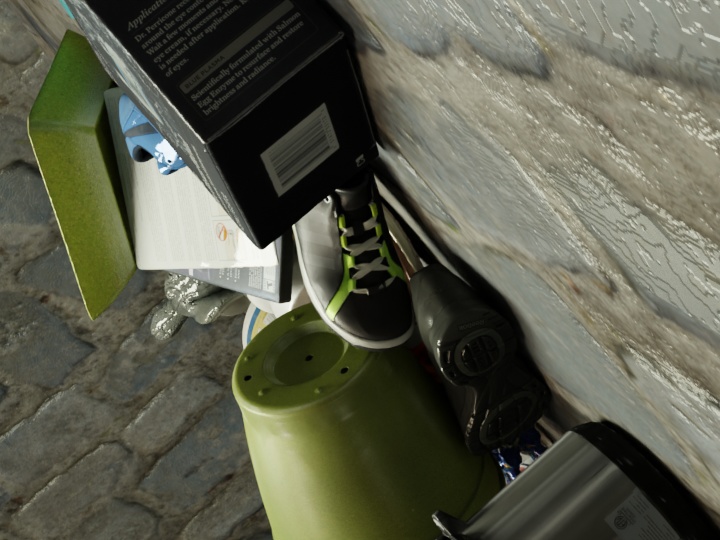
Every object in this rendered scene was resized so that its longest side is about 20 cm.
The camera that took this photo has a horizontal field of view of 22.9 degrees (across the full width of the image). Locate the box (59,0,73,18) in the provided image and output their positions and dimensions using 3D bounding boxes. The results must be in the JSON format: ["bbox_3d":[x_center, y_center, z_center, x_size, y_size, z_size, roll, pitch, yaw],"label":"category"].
[{"bbox_3d":[-0.213,-0.252,1.495,0.049,0.082,0.200,53,172,-18],"label":"box"}]

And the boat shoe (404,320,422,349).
[{"bbox_3d":[0.000,0.000,1.501,0.064,0.071,0.200,54,174,-37],"label":"boat shoe"}]

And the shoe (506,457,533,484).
[{"bbox_3d":[0.155,0.215,1.539,0.072,0.091,0.200,51,173,-6],"label":"shoe"}]

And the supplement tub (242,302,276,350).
[{"bbox_3d":[-0.019,0.092,1.778,0.200,0.144,0.145,42,169,52],"label":"supplement tub"}]

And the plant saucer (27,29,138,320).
[{"bbox_3d":[-0.230,-0.092,1.590,0.200,0.047,0.202,-86,-15,-59],"label":"plant saucer"}]

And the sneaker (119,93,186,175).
[{"bbox_3d":[-0.120,-0.113,1.379,0.199,0.066,0.079,5,96,50],"label":"sneaker"}]

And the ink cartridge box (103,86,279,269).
[{"bbox_3d":[-0.131,-0.084,1.490,0.199,0.047,0.162,-1,102,47],"label":"ink cartridge box"}]

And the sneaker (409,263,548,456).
[{"bbox_3d":[0.087,0.065,1.352,0.091,0.075,0.201,57,171,38],"label":"sneaker"}]

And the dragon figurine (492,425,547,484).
[{"bbox_3d":[0.091,0.130,1.569,0.200,0.058,0.100,50,139,36],"label":"dragon figurine"}]

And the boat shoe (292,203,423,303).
[{"bbox_3d":[-0.020,-0.037,1.429,0.200,0.072,0.076,47,172,25],"label":"boat shoe"}]

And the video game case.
[{"bbox_3d":[-0.129,-0.058,1.628,0.199,0.019,0.144,14,105,47],"label":"video game case"}]

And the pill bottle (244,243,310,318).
[{"bbox_3d":[-0.083,-0.032,1.679,0.200,0.114,0.114,46,172,34],"label":"pill bottle"}]

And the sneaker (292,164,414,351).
[{"bbox_3d":[-0.016,-0.035,1.314,0.201,0.071,0.083,65,162,8],"label":"sneaker"}]

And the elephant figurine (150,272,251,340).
[{"bbox_3d":[-0.148,0.001,1.862,0.156,0.199,0.142,59,176,-39],"label":"elephant figurine"}]

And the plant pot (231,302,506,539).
[{"bbox_3d":[-0.008,0.134,1.410,0.200,0.200,0.194,40,161,53],"label":"plant pot"}]

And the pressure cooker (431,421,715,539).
[{"bbox_3d":[0.143,0.227,1.249,0.176,0.200,0.179,40,168,50],"label":"pressure cooker"}]

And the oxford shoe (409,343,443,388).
[{"bbox_3d":[0.047,0.060,1.525,0.073,0.071,0.200,50,174,-36],"label":"oxford shoe"}]

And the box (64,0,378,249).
[{"bbox_3d":[-0.100,-0.148,1.195,0.200,0.117,0.197,49,173,20],"label":"box"}]
